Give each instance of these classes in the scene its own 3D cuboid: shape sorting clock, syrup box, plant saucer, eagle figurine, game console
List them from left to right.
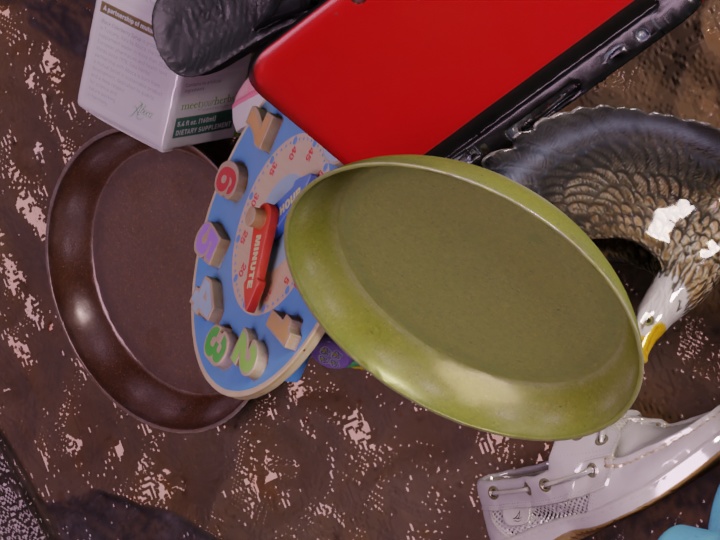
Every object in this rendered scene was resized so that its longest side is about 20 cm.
[{"bbox_3d":[-0.121,0.003,1.748,0.199,0.034,0.202,14,112,38],"label":"plant saucer"},{"bbox_3d":[-0.103,-0.183,1.670,0.081,0.079,0.201,28,116,31],"label":"syrup box"},{"bbox_3d":[-0.046,-0.026,1.530,0.200,0.039,0.201,-33,48,46],"label":"shape sorting clock"},{"bbox_3d":[0.056,0.009,1.383,0.199,0.031,0.201,21,145,16],"label":"plant saucer"},{"bbox_3d":[0.069,-0.131,1.397,0.200,0.172,0.119,-35,95,24],"label":"game console"},{"bbox_3d":[0.154,-0.021,1.427,0.199,0.151,0.152,25,123,8],"label":"eagle figurine"}]

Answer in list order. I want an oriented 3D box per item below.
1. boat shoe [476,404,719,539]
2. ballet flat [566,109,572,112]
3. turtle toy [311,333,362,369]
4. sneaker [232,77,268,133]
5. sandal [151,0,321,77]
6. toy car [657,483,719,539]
[{"bbox_3d":[0.136,0.108,1.543,0.200,0.071,0.070,-31,81,40],"label":"boat shoe"},{"bbox_3d":[0.088,-0.004,1.573,0.072,0.067,0.201,35,125,51],"label":"ballet flat"},{"bbox_3d":[0.000,0.000,1.582,0.200,0.101,0.147,17,112,62],"label":"turtle toy"},{"bbox_3d":[-0.007,-0.152,1.608,0.200,0.075,0.105,-26,71,45],"label":"sneaker"},{"bbox_3d":[-0.050,-0.170,1.557,0.200,0.048,0.076,-35,76,33],"label":"sandal"},{"bbox_3d":[0.253,0.093,1.367,0.183,0.177,0.201,9,111,28],"label":"toy car"}]
